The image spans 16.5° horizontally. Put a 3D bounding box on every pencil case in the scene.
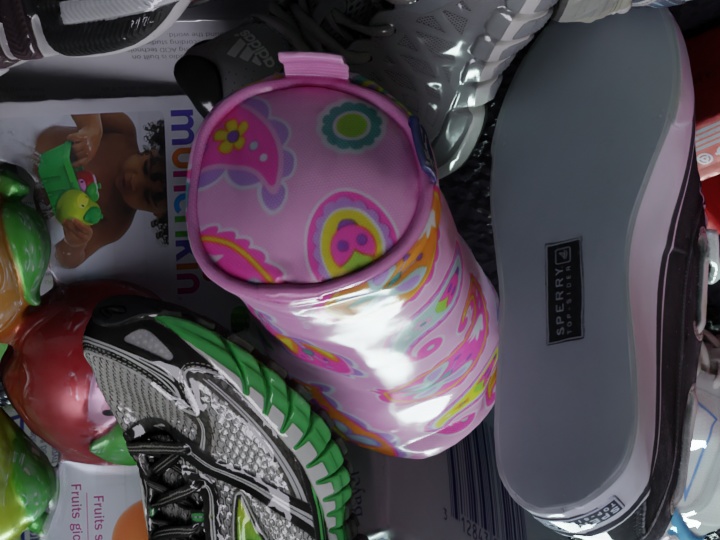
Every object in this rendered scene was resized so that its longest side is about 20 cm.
[{"bbox_3d":[0.000,0.000,0.838,0.087,0.088,0.200,-5,159,10],"label":"pencil case"}]

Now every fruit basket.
[{"bbox_3d":[-0.124,0.032,0.887,0.199,0.094,0.186,-2,98,-7],"label":"fruit basket"}]

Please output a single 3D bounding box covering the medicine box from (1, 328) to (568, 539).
[{"bbox_3d":[-0.038,0.111,1.044,0.200,0.103,0.182,-17,151,23],"label":"medicine box"}]

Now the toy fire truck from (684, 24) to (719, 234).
[{"bbox_3d":[0.190,-0.048,0.917,0.200,0.049,0.141,-23,133,29],"label":"toy fire truck"}]

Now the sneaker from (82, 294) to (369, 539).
[{"bbox_3d":[-0.044,0.094,0.857,0.078,0.085,0.200,14,136,53],"label":"sneaker"}]

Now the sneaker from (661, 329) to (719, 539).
[{"bbox_3d":[0.129,0.042,1.020,0.086,0.075,0.200,-20,141,14],"label":"sneaker"}]

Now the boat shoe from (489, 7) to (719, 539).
[{"bbox_3d":[0.091,0.000,0.854,0.073,0.200,0.068,-13,151,27],"label":"boat shoe"}]

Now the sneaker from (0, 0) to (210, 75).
[{"bbox_3d":[-0.107,-0.106,0.855,0.200,0.115,0.076,3,110,37],"label":"sneaker"}]

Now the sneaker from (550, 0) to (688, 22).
[{"bbox_3d":[0.113,-0.161,0.790,0.086,0.078,0.200,-3,147,-12],"label":"sneaker"}]

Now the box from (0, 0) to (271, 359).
[{"bbox_3d":[-0.088,-0.036,0.966,0.144,0.036,0.200,0,138,4],"label":"box"}]

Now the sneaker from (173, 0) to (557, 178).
[{"bbox_3d":[-0.003,-0.087,0.823,0.115,0.075,0.200,-17,148,-24],"label":"sneaker"}]
